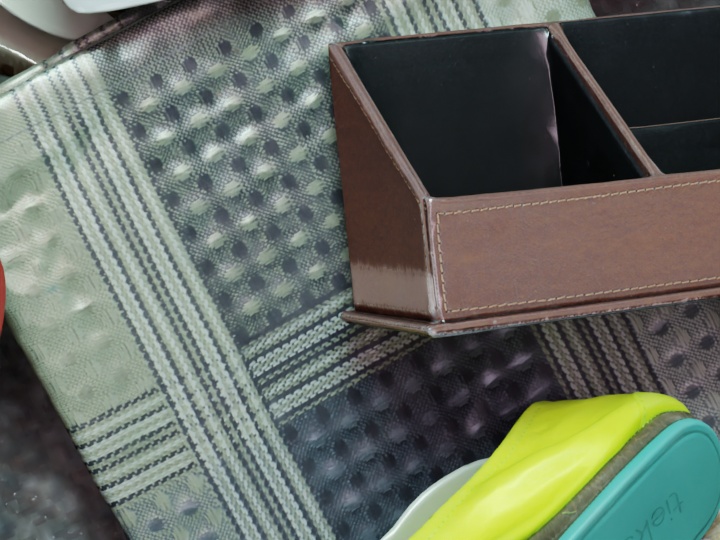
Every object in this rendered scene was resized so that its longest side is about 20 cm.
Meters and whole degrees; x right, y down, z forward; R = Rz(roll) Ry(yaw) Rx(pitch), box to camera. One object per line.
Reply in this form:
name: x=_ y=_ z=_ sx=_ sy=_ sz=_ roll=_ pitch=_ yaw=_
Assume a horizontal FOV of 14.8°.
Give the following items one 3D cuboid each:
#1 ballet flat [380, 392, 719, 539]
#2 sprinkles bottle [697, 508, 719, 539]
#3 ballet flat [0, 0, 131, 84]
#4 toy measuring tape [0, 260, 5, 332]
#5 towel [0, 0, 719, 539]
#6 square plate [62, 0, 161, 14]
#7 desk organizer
ballet flat: x=0.018 y=0.093 z=0.714 sx=0.067 sy=0.067 sz=0.200 roll=13 pitch=39 yaw=37
sprinkles bottle: x=0.111 y=0.093 z=0.782 sx=0.200 sy=0.068 sz=0.068 roll=-39 pitch=85 yaw=-8
ballet flat: x=-0.137 y=-0.092 z=0.797 sx=0.200 sy=0.068 sz=0.068 roll=24 pitch=55 yaw=0
toy measuring tape: x=-0.129 y=0.043 z=0.731 sx=0.074 sy=0.074 sz=0.200 roll=-1 pitch=113 yaw=-3
towel: x=0.000 y=0.000 z=0.784 sx=0.193 sy=0.035 sz=0.200 roll=-28 pitch=103 yaw=-10
square plate: x=-0.006 y=-0.182 z=0.748 sx=0.200 sy=0.028 sz=0.198 roll=-13 pitch=77 yaw=-11
desk organizer: x=0.096 y=-0.033 z=0.752 sx=0.200 sy=0.072 sz=0.077 roll=-7 pitch=94 yaw=-18
